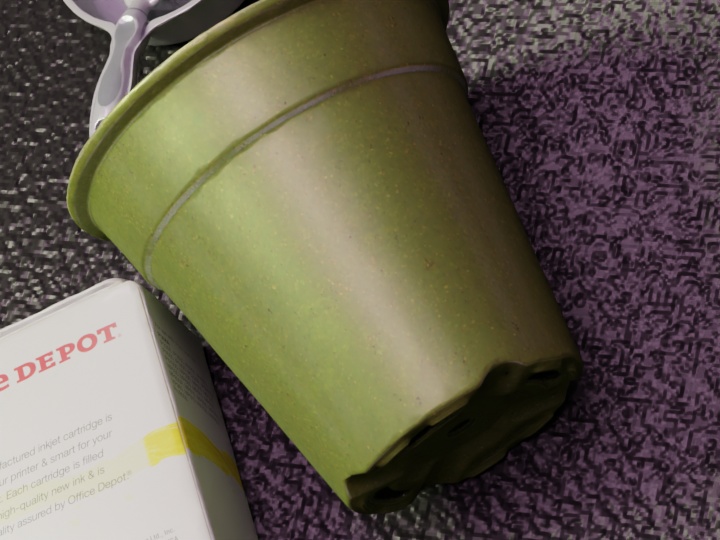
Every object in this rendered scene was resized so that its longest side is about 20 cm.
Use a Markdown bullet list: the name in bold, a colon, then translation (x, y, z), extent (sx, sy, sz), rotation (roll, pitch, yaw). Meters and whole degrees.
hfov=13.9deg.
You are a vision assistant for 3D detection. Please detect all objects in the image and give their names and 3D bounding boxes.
- **dustpan and brush**: translation (-0.105, -0.139, 1.483), extent (0.139, 0.057, 0.201), rotation (-3, 67, 22)
- **ink cartridge box**: translation (-0.126, 0.126, 1.359), extent (0.145, 0.083, 0.200), rotation (-24, 60, 11)
- **plant pot**: translation (0.000, 0.000, 1.320), extent (0.200, 0.200, 0.190), rotation (-33, 71, 6)
